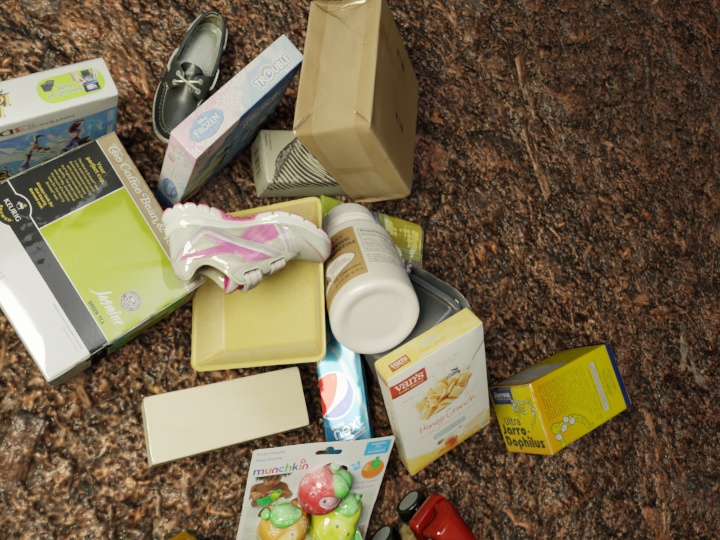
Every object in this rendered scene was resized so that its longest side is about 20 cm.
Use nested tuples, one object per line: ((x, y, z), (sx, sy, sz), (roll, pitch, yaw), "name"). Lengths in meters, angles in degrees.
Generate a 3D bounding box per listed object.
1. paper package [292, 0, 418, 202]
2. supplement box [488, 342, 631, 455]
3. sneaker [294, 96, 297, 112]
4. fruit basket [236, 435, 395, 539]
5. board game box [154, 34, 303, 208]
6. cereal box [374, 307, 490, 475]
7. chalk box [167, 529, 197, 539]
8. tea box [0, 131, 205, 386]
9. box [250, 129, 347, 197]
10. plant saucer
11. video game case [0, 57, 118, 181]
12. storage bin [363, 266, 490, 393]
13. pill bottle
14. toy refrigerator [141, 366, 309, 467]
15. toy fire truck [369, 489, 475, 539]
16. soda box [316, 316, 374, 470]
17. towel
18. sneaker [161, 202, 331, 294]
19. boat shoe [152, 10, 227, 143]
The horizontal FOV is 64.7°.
((0.005, -0.220, 0.753), (0.100, 0.200, 0.198), (0, 74, 21), "paper package")
((0.328, 0.209, 0.938), (0.195, 0.108, 0.113), (-17, 85, -28), "supplement box")
((-0.018, -0.254, 0.915), (0.194, 0.078, 0.082), (4, 57, -30), "sneaker")
((-0.056, 0.291, 0.689), (0.179, 0.205, 0.095), (3, 32, -25), "fruit basket")
((-0.174, -0.181, 0.736), (0.043, 0.198, 0.201), (42, 64, -9), "board game box")
((0.101, 0.162, 0.741), (0.141, 0.040, 0.204), (-28, 131, -15), "cereal box")
((-0.206, 0.419, 0.616), (0.122, 0.123, 0.206), (-17, 85, -27), "chalk box")
((-0.319, -0.010, 0.660), (0.194, 0.133, 0.204), (-33, 93, -28), "tea box")
((-0.062, -0.160, 0.859), (0.194, 0.068, 0.085), (-7, 81, -27), "box")
((-0.127, 0.023, 0.747), (0.048, 0.193, 0.208), (26, 59, -66), "plant saucer")
((-0.366, -0.145, 0.632), (0.178, 0.199, 0.047), (-27, 91, -28), "video game case")
((0.080, 0.119, 0.810), (0.133, 0.144, 0.203), (-39, 133, -19), "storage bin")
((0.000, 0.000, 0.754), (0.111, 0.117, 0.202), (12, 32, -22), "pill bottle")
((-0.171, 0.185, 0.723), (0.194, 0.070, 0.078), (-8, 73, -28), "toy refrigerator")
((0.080, 0.371, 0.724), (0.175, 0.199, 0.130), (-40, 95, -28), "toy fire truck")
((-0.022, 0.167, 0.788), (0.062, 0.068, 0.208), (-9, 80, 3), "soda box")
((0.015, -0.027, 0.891), (0.194, 0.023, 0.149), (16, 72, -22), "towel")
((-0.128, -0.016, 0.650), (0.193, 0.081, 0.092), (3, 76, -17), "sneaker")
((-0.241, -0.278, 0.805), (0.074, 0.060, 0.207), (18, 70, -21), "boat shoe")
